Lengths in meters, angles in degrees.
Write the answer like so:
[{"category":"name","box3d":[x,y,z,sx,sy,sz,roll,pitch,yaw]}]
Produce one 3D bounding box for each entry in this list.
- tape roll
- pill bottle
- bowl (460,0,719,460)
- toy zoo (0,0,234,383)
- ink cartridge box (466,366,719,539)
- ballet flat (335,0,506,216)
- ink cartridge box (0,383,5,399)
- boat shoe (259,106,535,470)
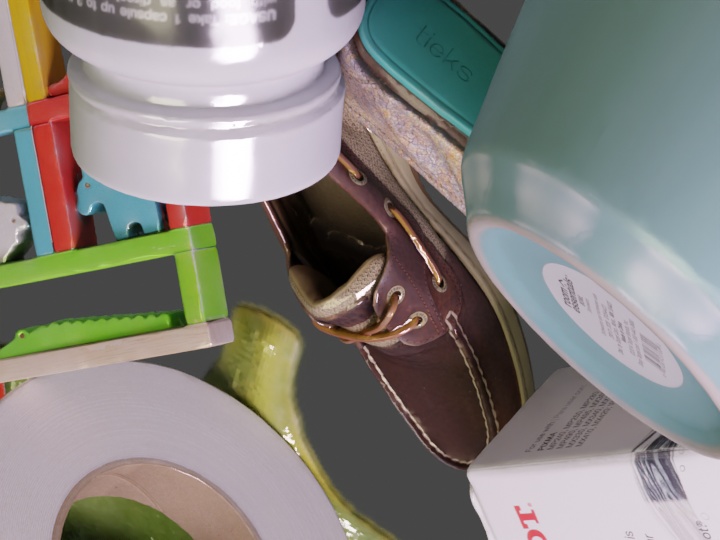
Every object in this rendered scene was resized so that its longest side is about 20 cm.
[{"category":"tape roll","box3d":[-0.088,0.133,1.064,0.203,0.203,0.037,49,134,-3]},{"category":"pill bottle","box3d":[-0.053,-0.132,0.871,0.113,0.114,0.201,16,120,26]},{"category":"bowl","box3d":[0.110,-0.015,0.827,0.201,0.105,0.201,40,168,10]},{"category":"toy zoo","box3d":[-0.127,-0.060,1.036,0.131,0.020,0.201,-10,91,27]},{"category":"ink cartridge box","box3d":[0.159,0.104,0.951,0.199,0.084,0.145,-9,114,38]},{"category":"ballet flat","box3d":[0.068,-0.028,0.950,0.200,0.068,0.067,45,154,4]},{"category":"ink cartridge box","box3d":[-0.241,-0.015,1.181,0.162,0.057,0.201,17,123,25]},{"category":"boat shoe","box3d":[0.000,0.000,1.002,0.072,0.072,0.201,-10,113,39]}]
